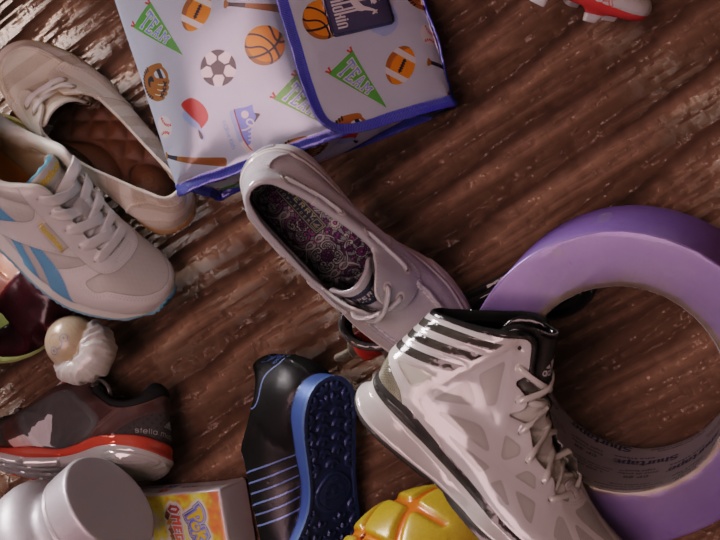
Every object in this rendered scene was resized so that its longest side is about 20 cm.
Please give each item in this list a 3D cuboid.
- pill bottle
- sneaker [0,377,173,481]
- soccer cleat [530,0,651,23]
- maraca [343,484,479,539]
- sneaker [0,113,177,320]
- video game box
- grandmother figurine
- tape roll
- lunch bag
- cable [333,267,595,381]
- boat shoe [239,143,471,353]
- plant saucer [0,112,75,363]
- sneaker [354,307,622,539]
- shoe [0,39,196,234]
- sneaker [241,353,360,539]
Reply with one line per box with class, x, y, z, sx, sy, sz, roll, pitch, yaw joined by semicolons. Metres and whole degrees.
pill bottle;-0.246;0.225;1.174;0.200;0.111;0.111;-41;79;26
sneaker;-0.226;0.120;1.236;0.200;0.077;0.082;-2;68;25
soccer cleat;0.112;-0.231;1.022;0.200;0.069;0.085;38;115;22
maraca;0.023;0.225;1.084;0.107;0.137;0.200;42;107;-14
sneaker;-0.218;-0.038;1.144;0.200;0.077;0.081;35;142;-7
video game box;-0.159;0.267;1.222;0.182;0.047;0.200;-9;92;24
grandmother figurine;-0.261;0.015;1.202;0.200;0.061;0.121;41;120;18
tape roll;0.170;0.064;1.000;0.200;0.085;0.200;4;104;17
lunch bag;-0.050;-0.157;1.081;0.200;0.124;0.170;-18;89;13
cable;0.066;0.031;1.097;0.200;0.050;0.097;-34;83;14
boat shoe;0.000;0.000;1.025;0.072;0.069;0.200;-35;106;18
plant saucer;-0.289;-0.027;1.257;0.200;0.031;0.200;3;97;25
sneaker;0.101;0.099;0.945;0.200;0.076;0.115;39;113;8
shoe;-0.199;-0.108;1.180;0.200;0.053;0.070;42;83;11
sneaker;-0.048;0.156;1.151;0.078;0.070;0.200;22;113;45
